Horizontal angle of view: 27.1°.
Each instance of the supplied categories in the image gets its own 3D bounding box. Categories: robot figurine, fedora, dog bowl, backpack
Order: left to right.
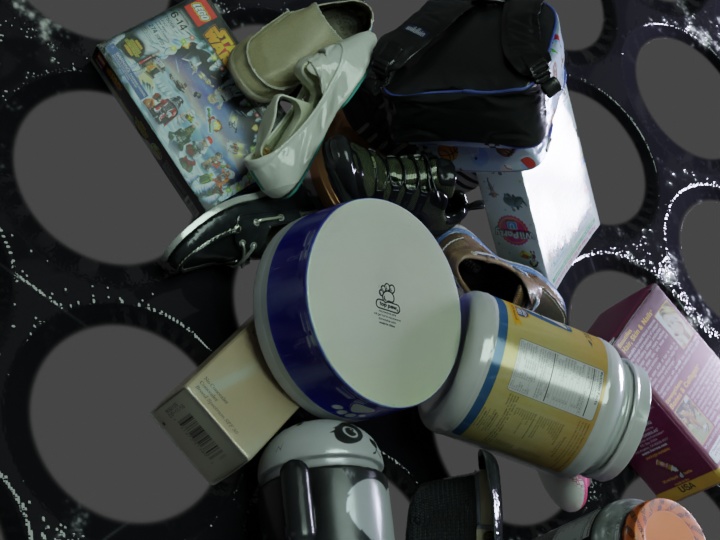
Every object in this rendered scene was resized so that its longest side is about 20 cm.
[{"bbox_3d":[-0.028,0.235,1.348,0.123,0.150,0.202,3,64,-20],"label":"robot figurine"},{"bbox_3d":[0.000,0.037,1.393,0.199,0.078,0.202,14,68,-40],"label":"dog bowl"},{"bbox_3d":[0.088,0.272,1.420,0.090,0.201,0.203,-1,61,2],"label":"fedora"},{"bbox_3d":[0.127,-0.196,1.519,0.198,0.155,0.191,7,46,19],"label":"backpack"}]

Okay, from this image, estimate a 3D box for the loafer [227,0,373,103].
[{"bbox_3d":[-0.058,-0.236,1.528,0.076,0.068,0.200,52,46,-1],"label":"loafer"}]

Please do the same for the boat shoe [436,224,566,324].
[{"bbox_3d":[0.152,0.027,1.591,0.199,0.072,0.073,30,15,-29],"label":"boat shoe"}]

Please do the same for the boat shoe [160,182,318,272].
[{"bbox_3d":[-0.111,-0.038,1.472,0.199,0.076,0.061,-31,80,-41],"label":"boat shoe"}]

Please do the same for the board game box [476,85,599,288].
[{"bbox_3d":[0.196,-0.096,1.666,0.148,0.064,0.202,-49,131,-42],"label":"board game box"}]

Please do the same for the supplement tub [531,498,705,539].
[{"bbox_3d":[0.238,0.298,1.456,0.122,0.200,0.124,17,58,-28],"label":"supplement tub"}]

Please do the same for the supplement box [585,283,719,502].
[{"bbox_3d":[0.337,0.140,1.678,0.200,0.103,0.131,50,48,-4],"label":"supplement box"}]

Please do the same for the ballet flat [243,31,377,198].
[{"bbox_3d":[-0.050,-0.166,1.467,0.069,0.069,0.201,34,76,-16],"label":"ballet flat"}]

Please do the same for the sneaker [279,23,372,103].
[{"bbox_3d":[-0.052,-0.223,1.622,0.199,0.071,0.080,-32,87,-34],"label":"sneaker"}]

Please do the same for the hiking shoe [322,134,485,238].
[{"bbox_3d":[0.041,-0.093,1.478,0.200,0.100,0.076,31,37,-50],"label":"hiking shoe"}]

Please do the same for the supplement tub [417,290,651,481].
[{"bbox_3d":[0.171,0.119,1.475,0.198,0.145,0.146,21,55,-14],"label":"supplement tub"}]

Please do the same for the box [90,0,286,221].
[{"bbox_3d":[-0.161,-0.167,1.508,0.136,0.040,0.201,-33,87,-27],"label":"box"}]

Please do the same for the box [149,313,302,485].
[{"bbox_3d":[-0.094,0.098,1.407,0.095,0.078,0.200,48,48,-5],"label":"box"}]

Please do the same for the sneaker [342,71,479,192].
[{"bbox_3d":[0.061,-0.178,1.641,0.199,0.075,0.116,36,44,-28],"label":"sneaker"}]

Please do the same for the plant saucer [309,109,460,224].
[{"bbox_3d":[0.034,-0.109,1.644,0.199,0.032,0.202,18,57,-28],"label":"plant saucer"}]

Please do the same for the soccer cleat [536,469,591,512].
[{"bbox_3d":[0.179,0.164,1.583,0.085,0.070,0.202,-3,62,-25],"label":"soccer cleat"}]
